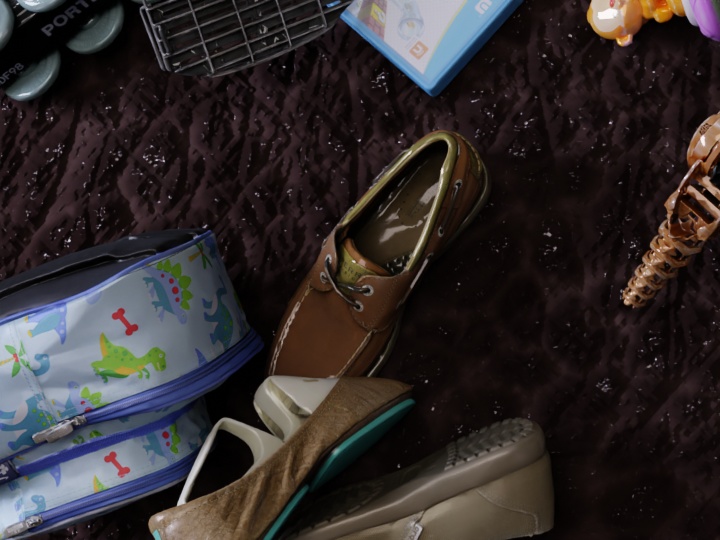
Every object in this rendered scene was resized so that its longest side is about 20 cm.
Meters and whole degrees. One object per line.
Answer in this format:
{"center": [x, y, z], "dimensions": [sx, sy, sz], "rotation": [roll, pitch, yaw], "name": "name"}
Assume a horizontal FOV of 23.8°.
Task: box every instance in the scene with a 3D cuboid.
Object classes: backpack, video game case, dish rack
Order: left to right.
{"center": [-0.158, 0.063, 0.998], "dimensions": [0.200, 0.183, 0.147], "rotation": [-24, 96, 11], "name": "backpack"}
{"center": [-0.091, -0.223, 1.035], "dimensions": [0.153, 0.055, 0.200], "rotation": [-24, 105, -21], "name": "dish rack"}
{"center": [0.024, -0.225, 1.086], "dimensions": [0.200, 0.018, 0.143], "rotation": [43, 92, 20], "name": "video game case"}

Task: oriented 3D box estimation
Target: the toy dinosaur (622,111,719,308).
{"center": [0.213, -0.066, 0.928], "dimensions": [0.200, 0.136, 0.102], "rotation": [-29, 76, 20], "name": "toy dinosaur"}

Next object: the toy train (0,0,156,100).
{"center": [-0.202, -0.199, 1.111], "dimensions": [0.200, 0.085, 0.114], "rotation": [-36, 59, 8], "name": "toy train"}

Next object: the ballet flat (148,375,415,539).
{"center": [-0.047, 0.104, 0.958], "dimensions": [0.072, 0.068, 0.200], "rotation": [42, 51, 7], "name": "ballet flat"}

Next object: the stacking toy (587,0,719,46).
{"center": [0.224, -0.172, 0.983], "dimensions": [0.200, 0.110, 0.116], "rotation": [-11, 78, 25], "name": "stacking toy"}

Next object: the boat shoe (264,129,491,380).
{"center": [0.000, 0.000, 1.018], "dimensions": [0.072, 0.068, 0.200], "rotation": [32, 90, 18], "name": "boat shoe"}

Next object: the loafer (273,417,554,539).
{"center": [0.023, 0.152, 0.973], "dimensions": [0.200, 0.076, 0.068], "rotation": [-25, 95, 19], "name": "loafer"}
